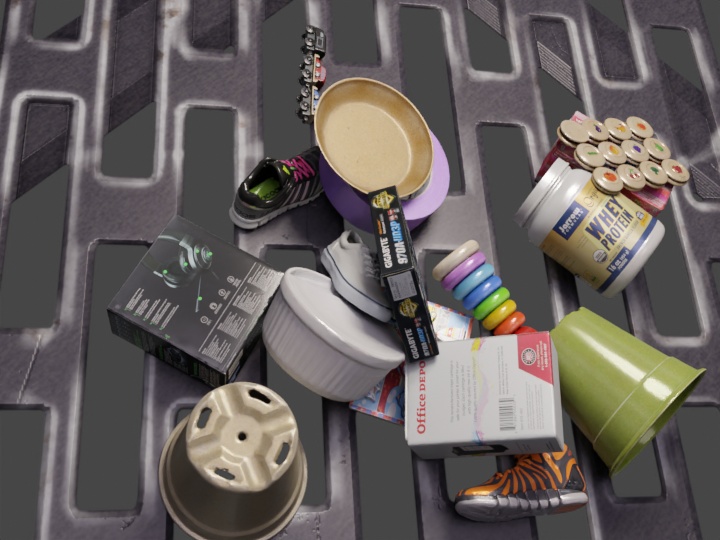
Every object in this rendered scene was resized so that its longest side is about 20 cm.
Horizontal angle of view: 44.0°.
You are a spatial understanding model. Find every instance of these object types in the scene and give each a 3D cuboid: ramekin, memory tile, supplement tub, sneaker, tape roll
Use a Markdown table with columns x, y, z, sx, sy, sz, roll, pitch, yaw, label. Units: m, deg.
| x | y | z | sx | sy | sz | roll | pitch | yaw | label |
| --- | --- | --- | --- | --- | --- | --- | --- | --- | --- |
| -0.043 | 0.092 | 1.213 | 0.202 | 0.202 | 0.094 | 38 | 105 | 8 | ramekin |
| 0.416 | -0.186 | 1.407 | 0.199 | 0.017 | 0.154 | -9 | 55 | -29 | memory tile |
| 0.353 | -0.069 | 1.392 | 0.200 | 0.145 | 0.145 | 37 | 63 | 8 | supplement tub |
| -0.113 | -0.140 | 1.363 | 0.200 | 0.088 | 0.074 | -34 | 75 | -24 | sneaker |
| 0.038 | -0.157 | 1.387 | 0.199 | 0.066 | 0.201 | 12 | 63 | -24 | tape roll |
| 0.214 | 0.283 | 1.239 | 0.199 | 0.078 | 0.113 | 2 | 59 | -23 | sneaker |
| 0.000 | 0.000 | 1.270 | 0.073 | 0.071 | 0.200 | 26 | 15 | -36 | sneaker |

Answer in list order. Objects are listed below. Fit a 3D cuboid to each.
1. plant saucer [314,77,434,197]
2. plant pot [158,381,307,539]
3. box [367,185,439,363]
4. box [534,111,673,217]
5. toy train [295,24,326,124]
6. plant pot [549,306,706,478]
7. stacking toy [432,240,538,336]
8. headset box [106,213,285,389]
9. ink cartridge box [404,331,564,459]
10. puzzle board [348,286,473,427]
| x | y | z | sx | sy | sz | roll | pitch | yaw | label |
| --- | --- | --- | --- | --- | --- | --- | --- | --- | --- |
| 0.016 | -0.191 | 1.329 | 0.199 | 0.035 | 0.201 | 12 | 63 | -24 | plant saucer |
| -0.155 | 0.232 | 1.118 | 0.199 | 0.184 | 0.201 | 4 | 64 | -9 | plant pot |
| 0.058 | 0.001 | 1.233 | 0.046 | 0.159 | 0.200 | -15 | 38 | 5 | box |
| 0.405 | -0.157 | 1.471 | 0.199 | 0.100 | 0.096 | 31 | 62 | 4 | box |
| -0.079 | -0.328 | 1.494 | 0.046 | 0.034 | 0.201 | 13 | 61 | -19 | toy train |
| 0.351 | 0.157 | 1.275 | 0.200 | 0.200 | 0.190 | -37 | 63 | -25 | plant pot |
| 0.199 | 0.055 | 1.345 | 0.085 | 0.085 | 0.200 | -34 | 82 | -24 | stacking toy |
| -0.231 | 0.044 | 1.243 | 0.199 | 0.093 | 0.175 | 27 | 62 | 4 | headset box |
| 0.166 | 0.171 | 1.209 | 0.199 | 0.083 | 0.146 | -7 | 64 | 18 | ink cartridge box |
| 0.078 | 0.132 | 1.309 | 0.150 | 0.017 | 0.201 | 18 | 63 | -3 | puzzle board |
